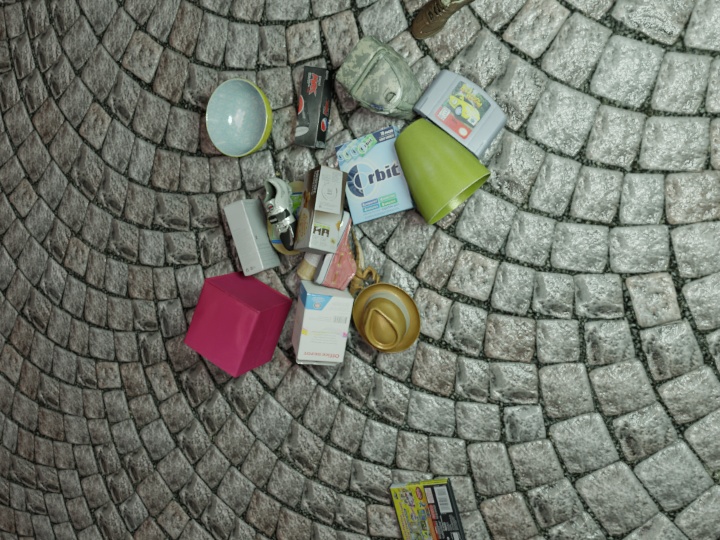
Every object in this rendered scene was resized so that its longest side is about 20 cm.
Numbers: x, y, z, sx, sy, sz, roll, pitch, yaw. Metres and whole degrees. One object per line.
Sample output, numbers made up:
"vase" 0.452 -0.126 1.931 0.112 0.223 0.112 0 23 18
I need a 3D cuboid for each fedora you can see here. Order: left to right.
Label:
"fedora" 0.061 0.136 1.420 0.195 0.082 0.205 5 112 13

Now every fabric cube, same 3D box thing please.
"fabric cube" -0.340 0.142 1.550 0.193 0.199 0.203 27 105 17

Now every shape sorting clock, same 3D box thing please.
"shape sorting clock" -0.182 -0.144 1.509 0.196 0.039 0.206 -2 87 36

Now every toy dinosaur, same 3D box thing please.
"toy dinosaur" 0.000 0.000 1.461 0.104 0.060 0.205 12 102 22

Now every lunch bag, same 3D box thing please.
"lunch bag" 0.059 -0.438 1.298 0.168 0.199 0.140 45 113 12

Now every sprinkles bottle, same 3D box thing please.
"sprinkles bottle" -0.104 -0.066 1.490 0.068 0.068 0.203 33 109 15

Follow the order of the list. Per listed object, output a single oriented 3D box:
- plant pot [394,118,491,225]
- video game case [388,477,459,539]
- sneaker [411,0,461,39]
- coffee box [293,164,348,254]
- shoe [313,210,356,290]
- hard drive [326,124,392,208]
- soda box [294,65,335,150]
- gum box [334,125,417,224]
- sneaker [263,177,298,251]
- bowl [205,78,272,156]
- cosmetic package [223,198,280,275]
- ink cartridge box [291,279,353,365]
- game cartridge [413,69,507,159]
"plant pot" 0.172 -0.244 1.284 0.186 0.186 0.202 -39 82 22
"video game case" 0.184 0.674 1.499 0.177 0.025 0.205 -15 92 24
"sneaker" 0.195 -0.624 1.281 0.198 0.075 0.071 -33 85 23
"coffee box" -0.101 -0.148 1.377 0.114 0.078 0.205 0 80 62
"shoe" -0.046 -0.048 1.425 0.089 0.072 0.204 18 104 -19
"hard drive" 0.020 -0.267 1.427 0.197 0.038 0.142 -24 88 23
"soda box" -0.121 -0.427 1.449 0.069 0.063 0.205 13 102 20
"gum box" 0.038 -0.236 1.379 0.166 0.044 0.205 -13 92 24
"sneaker" -0.219 -0.150 1.461 0.073 0.088 0.205 -22 76 31
"bowl" -0.313 -0.413 1.507 0.195 0.107 0.206 4 99 22
"cosmetic package" -0.305 -0.096 1.554 0.073 0.101 0.205 -16 93 23
"ink cartridge box" -0.107 0.146 1.465 0.125 0.125 0.205 7 103 -17
"game cartridge" 0.239 -0.373 1.291 0.199 0.041 0.134 38 84 4
